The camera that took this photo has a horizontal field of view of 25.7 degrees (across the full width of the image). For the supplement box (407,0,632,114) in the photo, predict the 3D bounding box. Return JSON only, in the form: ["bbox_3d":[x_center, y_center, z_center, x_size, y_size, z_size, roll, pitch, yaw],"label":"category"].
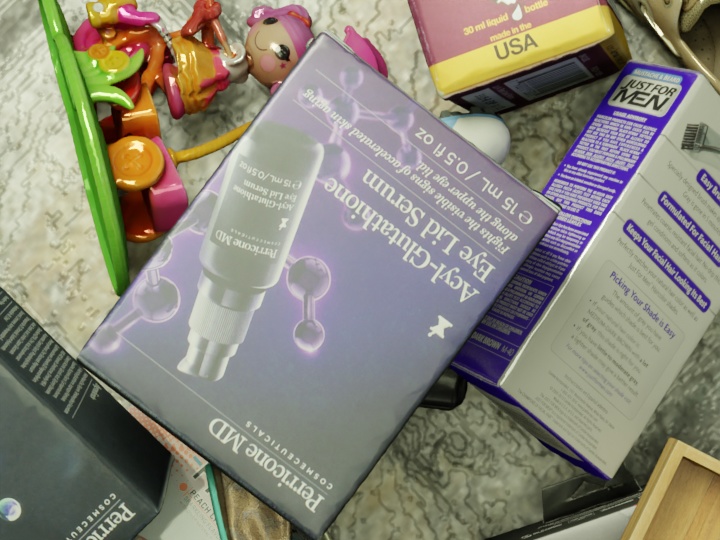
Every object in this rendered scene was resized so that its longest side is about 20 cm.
[{"bbox_3d":[0.072,-0.198,0.882,0.103,0.131,0.201,-18,85,14],"label":"supplement box"}]

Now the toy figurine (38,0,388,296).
[{"bbox_3d":[-0.076,-0.101,0.912,0.183,0.150,0.201,-15,61,-12],"label":"toy figurine"}]

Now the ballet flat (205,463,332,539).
[{"bbox_3d":[-0.035,0.190,0.841,0.067,0.068,0.201,-10,88,-6],"label":"ballet flat"}]

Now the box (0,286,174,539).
[{"bbox_3d":[-0.220,0.092,0.818,0.148,0.107,0.200,-44,99,4],"label":"box"}]

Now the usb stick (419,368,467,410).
[{"bbox_3d":[-0.033,0.046,0.927,0.199,0.033,0.056,6,83,3],"label":"usb stick"}]

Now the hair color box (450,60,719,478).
[{"bbox_3d":[0.143,-0.001,0.869,0.109,0.065,0.200,40,82,-35],"label":"hair color box"}]

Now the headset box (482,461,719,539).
[{"bbox_3d":[0.158,0.210,0.888,0.148,0.077,0.201,-18,87,1],"label":"headset box"}]

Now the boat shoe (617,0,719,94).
[{"bbox_3d":[0.198,-0.159,0.914,0.071,0.065,0.200,-35,85,0],"label":"boat shoe"}]

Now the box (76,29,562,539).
[{"bbox_3d":[-0.022,0.009,0.784,0.148,0.104,0.200,36,85,-2],"label":"box"}]

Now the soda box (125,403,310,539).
[{"bbox_3d":[-0.073,0.159,0.908,0.068,0.064,0.200,-41,85,-1],"label":"soda box"}]

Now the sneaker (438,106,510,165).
[{"bbox_3d":[0.002,-0.019,0.872,0.199,0.072,0.073,-32,59,-3],"label":"sneaker"}]

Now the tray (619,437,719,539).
[{"bbox_3d":[0.165,0.201,0.832,0.098,0.037,0.201,26,88,4],"label":"tray"}]
